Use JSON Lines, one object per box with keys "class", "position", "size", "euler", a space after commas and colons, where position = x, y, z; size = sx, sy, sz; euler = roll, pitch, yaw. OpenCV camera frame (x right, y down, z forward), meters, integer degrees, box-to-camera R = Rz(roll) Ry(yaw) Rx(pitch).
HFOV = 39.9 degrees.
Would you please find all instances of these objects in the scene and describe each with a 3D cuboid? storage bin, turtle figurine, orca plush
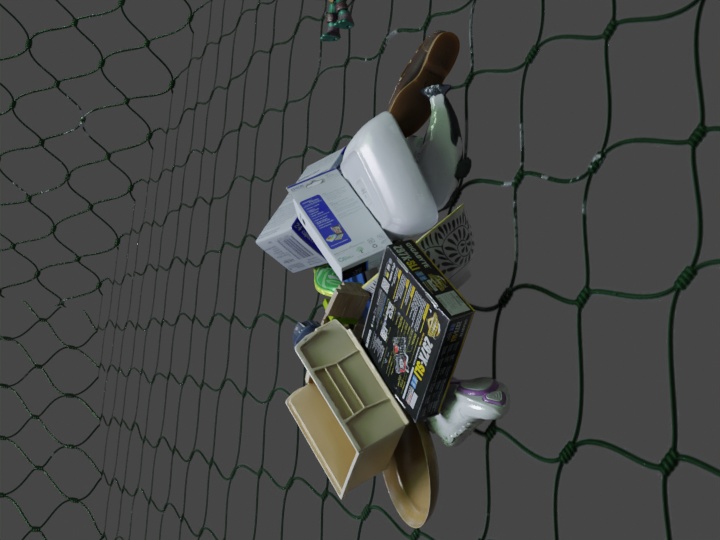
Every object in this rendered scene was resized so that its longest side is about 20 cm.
{"class": "storage bin", "position": [-0.029, 0.209, 1.499], "size": [0.199, 0.093, 0.201], "euler": [56, 157, 22]}
{"class": "turtle figurine", "position": [-0.065, -0.608, 2.144], "size": [0.150, 0.100, 0.202], "euler": [134, 126, -72]}
{"class": "orca plush", "position": [0.123, -0.194, 1.601], "size": [0.071, 0.104, 0.202], "euler": [0, -103, -78]}

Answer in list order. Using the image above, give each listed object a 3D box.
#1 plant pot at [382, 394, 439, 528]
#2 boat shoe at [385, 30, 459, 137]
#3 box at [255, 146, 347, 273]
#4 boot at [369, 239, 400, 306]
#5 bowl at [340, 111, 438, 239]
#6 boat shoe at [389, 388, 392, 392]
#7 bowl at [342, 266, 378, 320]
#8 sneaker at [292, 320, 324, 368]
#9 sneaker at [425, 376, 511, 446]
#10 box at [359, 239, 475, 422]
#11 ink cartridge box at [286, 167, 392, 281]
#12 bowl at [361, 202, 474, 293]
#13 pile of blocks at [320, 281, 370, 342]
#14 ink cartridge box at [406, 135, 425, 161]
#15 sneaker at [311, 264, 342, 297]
{"class": "plant pot", "position": [0.075, 0.287, 1.507], "size": [0.200, 0.027, 0.202], "euler": [173, 90, -70]}
{"class": "boat shoe", "position": [0.099, -0.313, 1.679], "size": [0.201, 0.070, 0.070], "euler": [-57, 25, -2]}
{"class": "box", "position": [-0.078, -0.111, 1.873], "size": [0.201, 0.105, 0.184], "euler": [-58, 19, -20]}
{"class": "boot", "position": [0.076, 0.021, 1.633], "size": [0.201, 0.096, 0.075], "euler": [-73, 2, -55]}
{"class": "bowl", "position": [0.036, -0.140, 1.602], "size": [0.201, 0.074, 0.200], "euler": [64, 165, 0]}
{"class": "boat shoe", "position": [0.034, 0.178, 1.651], "size": [0.072, 0.075, 0.201], "euler": [-52, 45, 38]}
{"class": "bowl", "position": [0.000, 0.000, 1.698], "size": [0.201, 0.039, 0.203], "euler": [-13, -90, -82]}
{"class": "sneaker", "position": [-0.066, 0.108, 1.842], "size": [0.204, 0.076, 0.146], "euler": [-70, 28, 26]}
{"class": "sneaker", "position": [0.153, 0.202, 1.405], "size": [0.200, 0.074, 0.101], "euler": [-5, 96, 64]}
{"class": "box", "position": [0.073, 0.084, 1.374], "size": [0.160, 0.049, 0.201], "euler": [49, 140, 36]}
{"class": "ink cartridge box", "position": [-0.035, -0.078, 1.612], "size": [0.201, 0.099, 0.039], "euler": [56, 161, 33]}
{"class": "bowl", "position": [0.107, -0.003, 1.494], "size": [0.200, 0.094, 0.201], "euler": [-40, 0, 0]}
{"class": "pile of blocks", "position": [-0.030, 0.092, 1.592], "size": [0.062, 0.081, 0.201], "euler": [-118, 20, -49]}
{"class": "ink cartridge box", "position": [0.074, -0.189, 1.727], "size": [0.200, 0.039, 0.100], "euler": [33, 111, 62]}
{"class": "sneaker", "position": [-0.052, -0.010, 1.899], "size": [0.200, 0.073, 0.084], "euler": [-119, 42, -55]}
